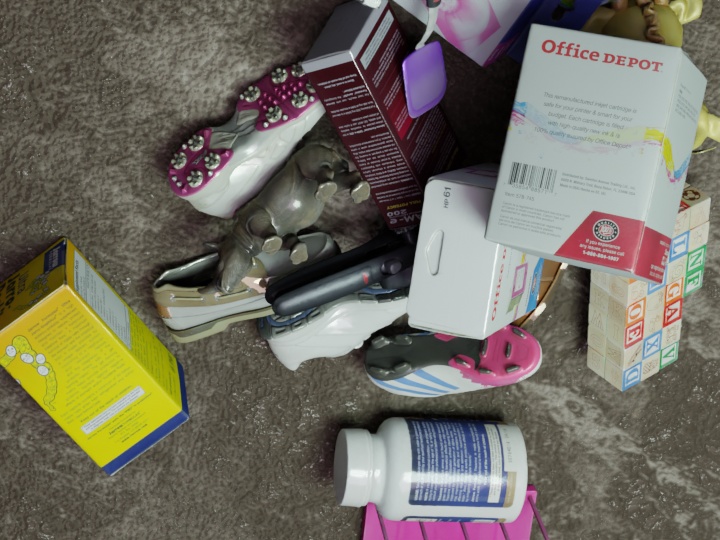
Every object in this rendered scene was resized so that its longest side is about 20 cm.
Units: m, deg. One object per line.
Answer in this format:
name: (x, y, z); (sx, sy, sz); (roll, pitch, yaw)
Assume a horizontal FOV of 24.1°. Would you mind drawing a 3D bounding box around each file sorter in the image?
file sorter: (0.107, 0.336, 1.900); (0.197, 0.126, 0.141); (1, 117, -11)

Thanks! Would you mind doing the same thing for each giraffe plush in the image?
giraffe plush: (0.268, -0.189, 1.656); (0.171, 0.199, 0.164); (-14, 95, -33)

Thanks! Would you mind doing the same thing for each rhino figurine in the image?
rhino figurine: (-0.085, -0.044, 1.647); (0.200, 0.088, 0.060); (-43, 130, 8)

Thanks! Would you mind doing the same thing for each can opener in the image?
can opener: (0.000, 0.000, 1.683); (0.198, 0.063, 0.079); (-21, 110, -18)

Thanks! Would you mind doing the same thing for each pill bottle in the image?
pill bottle: (0.074, 0.217, 1.843); (0.197, 0.111, 0.112); (3, 116, -12)

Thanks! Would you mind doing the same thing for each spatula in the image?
spatula: (0.064, -0.236, 1.572); (0.056, 0.020, 0.202); (-33, 142, -33)

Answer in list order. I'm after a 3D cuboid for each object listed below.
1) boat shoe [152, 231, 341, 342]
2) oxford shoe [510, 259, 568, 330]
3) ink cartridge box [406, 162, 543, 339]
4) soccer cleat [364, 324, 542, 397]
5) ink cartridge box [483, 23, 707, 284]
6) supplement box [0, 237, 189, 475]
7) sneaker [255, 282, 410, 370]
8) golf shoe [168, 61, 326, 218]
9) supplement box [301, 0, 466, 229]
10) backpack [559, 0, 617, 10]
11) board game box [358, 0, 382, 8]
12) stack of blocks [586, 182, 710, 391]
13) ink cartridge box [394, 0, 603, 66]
boat shoe: (-0.117, 0.005, 1.722); (0.198, 0.075, 0.069); (-25, 124, 4)
oxford shoe: (0.181, -0.010, 1.778); (0.071, 0.071, 0.201); (30, 99, -12)
ink cartridge box: (0.122, -0.023, 1.658); (0.084, 0.200, 0.146); (12, 101, 20)
soccer cleat: (0.102, 0.096, 1.782); (0.198, 0.071, 0.086); (-3, 155, 22)
ink cartridge box: (0.216, -0.104, 1.529); (0.144, 0.144, 0.203); (14, 91, 22)
supplement box: (-0.278, 0.088, 1.715); (0.109, 0.109, 0.200); (-35, 117, 8)
sneaker: (-0.010, 0.042, 1.773); (0.198, 0.075, 0.088); (-18, 138, 1)
golf shoe: (-0.095, -0.128, 1.671); (0.199, 0.076, 0.092); (-35, 140, 6)
supplement box: (0.026, -0.153, 1.642); (0.060, 0.109, 0.201); (-11, 123, 31)
backpack: (0.196, -0.342, 1.571); (0.162, 0.155, 0.200); (-26, 135, 25)
board game box: (0.030, -0.353, 1.533); (0.028, 0.136, 0.202); (14, 114, -17)
stack of blocks: (0.302, 0.014, 1.784); (0.114, 0.058, 0.202); (-25, 131, -28)
ink cartridge box: (0.124, -0.278, 1.550); (0.199, 0.043, 0.197); (36, 143, -1)
